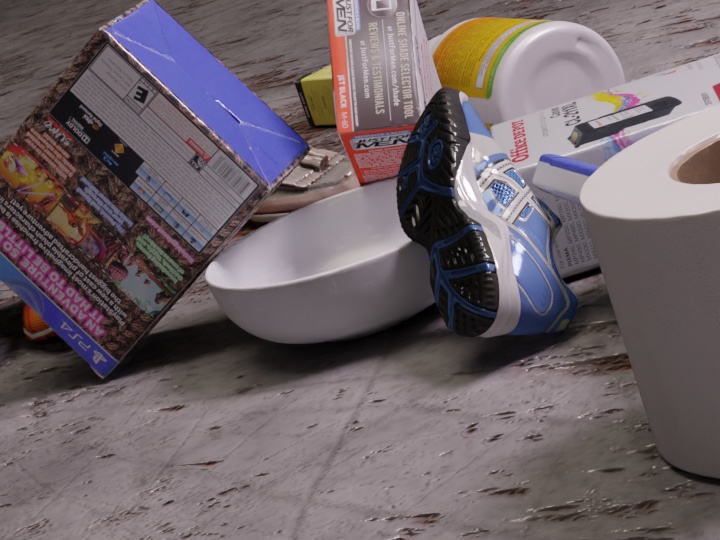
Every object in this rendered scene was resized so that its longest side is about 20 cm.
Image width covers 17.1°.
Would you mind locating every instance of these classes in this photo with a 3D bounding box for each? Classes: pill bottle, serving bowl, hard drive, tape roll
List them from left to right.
[{"bbox_3d":[0.000,0.000,1.597,0.199,0.066,0.200,-19,15,5],"label":"serving bowl"},{"bbox_3d":[0.113,-0.141,1.868,0.110,0.112,0.200,-24,16,-19],"label":"pill bottle"},{"bbox_3d":[0.197,-0.030,1.398,0.131,0.026,0.200,17,3,-20],"label":"hard drive"},{"bbox_3d":[0.222,-0.002,1.184,0.201,0.140,0.203,-17,15,5],"label":"tape roll"}]

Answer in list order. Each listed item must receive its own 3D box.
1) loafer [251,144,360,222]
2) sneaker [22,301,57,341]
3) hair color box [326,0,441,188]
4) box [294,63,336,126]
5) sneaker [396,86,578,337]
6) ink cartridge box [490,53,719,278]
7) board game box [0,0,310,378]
[{"bbox_3d":[-0.074,-0.077,1.968,0.199,0.063,0.072,-5,21,44],"label":"loafer"},{"bbox_3d":[-0.239,0.005,1.861,0.073,0.078,0.200,-20,16,-11],"label":"sneaker"},{"bbox_3d":[0.023,-0.115,1.702,0.063,0.112,0.200,-6,-19,5],"label":"hair color box"},{"bbox_3d":[0.027,-0.170,2.201,0.075,0.050,0.199,-29,17,-32],"label":"box"},{"bbox_3d":[0.076,-0.031,1.481,0.077,0.076,0.201,11,44,-26],"label":"sneaker"},{"bbox_3d":[0.190,-0.072,1.582,0.199,0.083,0.146,-17,16,6],"label":"ink cartridge box"},{"bbox_3d":[-0.163,-0.058,1.671,0.200,0.159,0.097,-46,1,25],"label":"board game box"}]
